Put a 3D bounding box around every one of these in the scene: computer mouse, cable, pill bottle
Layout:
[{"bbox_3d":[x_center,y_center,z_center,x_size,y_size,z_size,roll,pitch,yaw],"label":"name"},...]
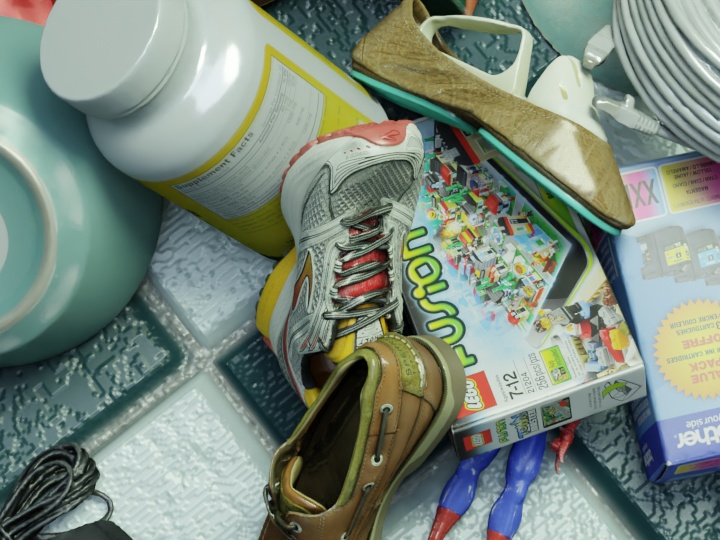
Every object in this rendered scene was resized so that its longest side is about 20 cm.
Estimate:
[{"bbox_3d":[-0.142,0.201,1.094,0.200,0.053,0.139,41,80,10],"label":"computer mouse"},{"bbox_3d":[0.235,-0.135,1.092,0.198,0.069,0.201,25,55,1],"label":"cable"},{"bbox_3d":[-0.076,-0.087,1.075,0.111,0.200,0.113,-15,61,30],"label":"pill bottle"}]

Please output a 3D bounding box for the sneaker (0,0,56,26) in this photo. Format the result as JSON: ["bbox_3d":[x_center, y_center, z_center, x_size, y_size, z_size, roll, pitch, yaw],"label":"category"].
[{"bbox_3d":[-0.196,-0.151,1.179,0.115,0.078,0.201,-34,90,-15],"label":"sneaker"}]

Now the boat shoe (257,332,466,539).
[{"bbox_3d":[-0.022,0.115,1.060,0.072,0.068,0.201,42,116,36],"label":"boat shoe"}]

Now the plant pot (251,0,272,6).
[{"bbox_3d":[-0.104,-0.264,1.117,0.185,0.200,0.189,-2,76,8],"label":"plant pot"}]

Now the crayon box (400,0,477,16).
[{"bbox_3d":[0.021,-0.244,1.122,0.050,0.200,0.128,13,75,36],"label":"crayon box"}]

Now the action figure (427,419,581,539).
[{"bbox_3d":[0.088,0.085,1.120,0.065,0.052,0.201,22,76,10],"label":"action figure"}]

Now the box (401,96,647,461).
[{"bbox_3d":[0.072,-0.002,1.112,0.109,0.035,0.201,-19,57,-2],"label":"box"}]

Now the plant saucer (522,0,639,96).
[{"bbox_3d":[0.188,-0.202,1.189,0.199,0.039,0.203,0,77,1],"label":"plant saucer"}]

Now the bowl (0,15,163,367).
[{"bbox_3d":[-0.211,-0.032,1.085,0.198,0.105,0.203,0,103,1],"label":"bowl"}]

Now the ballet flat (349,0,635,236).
[{"bbox_3d":[0.082,-0.095,1.103,0.199,0.068,0.073,34,94,32],"label":"ballet flat"}]

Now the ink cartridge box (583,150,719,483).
[{"bbox_3d":[0.212,0.035,1.114,0.135,0.076,0.202,-12,78,-1],"label":"ink cartridge box"}]

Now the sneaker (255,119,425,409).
[{"bbox_3d":[0.000,0.000,1.063,0.077,0.201,0.083,-10,51,-20],"label":"sneaker"}]
